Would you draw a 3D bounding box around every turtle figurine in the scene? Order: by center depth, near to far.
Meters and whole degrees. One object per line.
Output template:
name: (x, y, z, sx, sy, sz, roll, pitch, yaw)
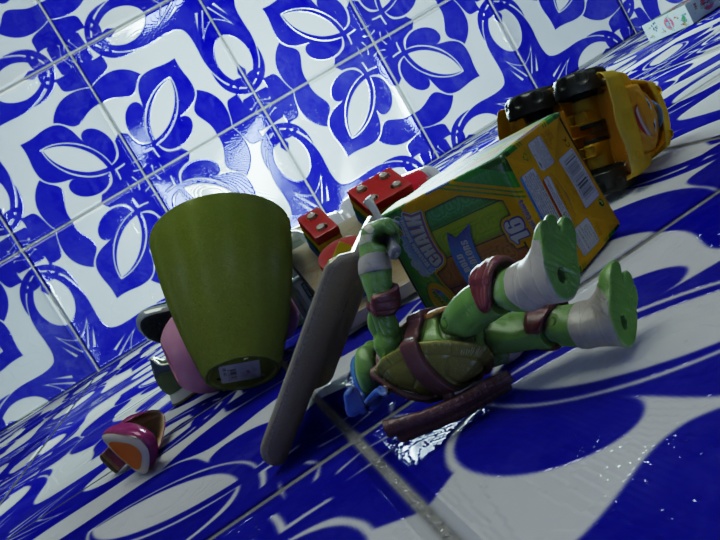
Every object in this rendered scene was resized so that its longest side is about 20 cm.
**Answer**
turtle figurine: (0.075, 0.006, 0.556, 0.193, 0.145, 0.200, -19, 17, 44)

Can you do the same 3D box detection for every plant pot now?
plant pot: (-0.162, 0.040, 1.047, 0.185, 0.201, 0.188, -10, -30, -6)

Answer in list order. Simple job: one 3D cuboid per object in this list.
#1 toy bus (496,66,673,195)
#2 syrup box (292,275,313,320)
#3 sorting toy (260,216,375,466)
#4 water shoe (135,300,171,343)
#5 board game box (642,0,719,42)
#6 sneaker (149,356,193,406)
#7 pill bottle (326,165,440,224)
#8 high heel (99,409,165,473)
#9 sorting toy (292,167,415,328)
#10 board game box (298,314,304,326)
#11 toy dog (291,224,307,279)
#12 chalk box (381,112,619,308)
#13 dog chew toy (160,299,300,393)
toy bus: (0.285, -0.160, 0.961, 0.191, 0.137, 0.200, -17, 3, -24)
syrup box: (0.000, 0.000, 1.174, 0.199, 0.079, 0.081, -33, 7, -13)
sorting toy: (-0.034, 0.050, 0.733, 0.200, 0.036, 0.187, -50, -19, -75)
water shoe: (-0.237, 0.056, 1.253, 0.198, 0.072, 0.079, -9, 36, -19)
board game box: (0.938, -0.743, 2.424, 0.147, 0.065, 0.200, -33, 8, -14)
sneaker: (-0.232, 0.111, 1.279, 0.200, 0.090, 0.067, -38, 7, -6)
pill bottle: (0.040, -0.078, 1.289, 0.199, 0.113, 0.112, -23, 4, -19)
high heel: (-0.251, 0.189, 0.990, 0.096, 0.067, 0.200, -47, 1, -29)
sorting toy: (0.016, -0.042, 1.066, 0.199, 0.070, 0.199, -30, 34, -10)
board game box: (-0.048, 0.040, 1.335, 0.199, 0.024, 0.105, -31, 5, 13)
toy dog: (-0.103, -0.008, 1.264, 0.131, 0.097, 0.200, -28, 5, 10)
chalk box: (0.110, -0.037, 0.781, 0.199, 0.125, 0.124, -26, 8, 44)
dog chew toy: (-0.176, 0.089, 1.179, 0.199, 0.125, 0.124, -24, 5, -17)
